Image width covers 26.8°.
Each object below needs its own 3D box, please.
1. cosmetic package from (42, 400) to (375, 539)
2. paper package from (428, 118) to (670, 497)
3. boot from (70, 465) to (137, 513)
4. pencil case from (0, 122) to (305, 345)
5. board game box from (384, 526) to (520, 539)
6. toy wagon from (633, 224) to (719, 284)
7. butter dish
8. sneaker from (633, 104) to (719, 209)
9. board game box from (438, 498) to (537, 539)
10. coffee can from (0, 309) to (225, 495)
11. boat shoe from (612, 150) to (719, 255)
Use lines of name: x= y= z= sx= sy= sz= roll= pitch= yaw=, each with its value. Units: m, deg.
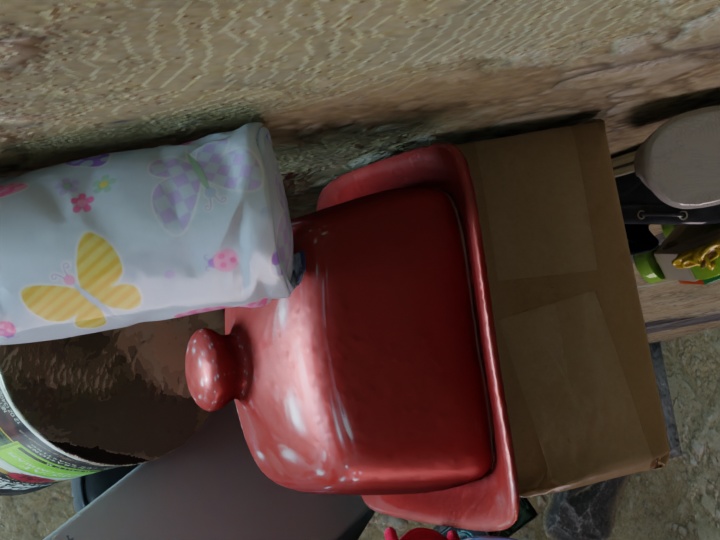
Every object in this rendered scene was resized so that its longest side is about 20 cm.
cosmetic package: x=-0.109 y=0.203 z=0.974 sx=0.199 sy=0.123 sz=0.200 roll=-38 pitch=162 yaw=-37
paper package: x=0.095 y=0.030 z=0.901 sx=0.103 sy=0.201 sz=0.191 roll=-10 pitch=172 yaw=-7
boot: x=-0.113 y=0.084 z=1.040 sx=0.066 sy=0.165 sz=0.200 roll=31 pitch=132 yaw=-31
pencil case: x=-0.129 y=-0.015 z=0.715 sx=0.199 sy=0.083 sz=0.091 roll=-11 pitch=-143 yaw=-1
board game box: x=0.000 y=0.172 z=0.823 sx=0.199 sy=0.039 sz=0.158 roll=-17 pitch=151 yaw=-5
toy wagon: x=0.266 y=-0.032 z=1.047 sx=0.155 sy=0.040 sz=0.200 roll=-25 pitch=-171 yaw=35
butter dish: x=-0.021 y=0.045 z=0.805 sx=0.147 sy=0.201 sz=0.199 roll=-7 pitch=178 yaw=-25
sneaker: x=0.257 y=-0.078 z=0.873 sx=0.199 sy=0.076 sz=0.088 roll=-5 pitch=-175 yaw=2
board game box: x=0.015 y=0.208 z=0.959 sx=0.200 sy=0.028 sz=0.135 roll=-37 pitch=169 yaw=14
coffee can: x=-0.190 y=0.058 z=0.942 sx=0.146 sy=0.147 sz=0.200 roll=-5 pitch=171 yaw=-33
boat shoe: x=0.170 y=-0.039 z=1.026 sx=0.074 sy=0.063 sz=0.200 roll=-7 pitch=174 yaw=-35
